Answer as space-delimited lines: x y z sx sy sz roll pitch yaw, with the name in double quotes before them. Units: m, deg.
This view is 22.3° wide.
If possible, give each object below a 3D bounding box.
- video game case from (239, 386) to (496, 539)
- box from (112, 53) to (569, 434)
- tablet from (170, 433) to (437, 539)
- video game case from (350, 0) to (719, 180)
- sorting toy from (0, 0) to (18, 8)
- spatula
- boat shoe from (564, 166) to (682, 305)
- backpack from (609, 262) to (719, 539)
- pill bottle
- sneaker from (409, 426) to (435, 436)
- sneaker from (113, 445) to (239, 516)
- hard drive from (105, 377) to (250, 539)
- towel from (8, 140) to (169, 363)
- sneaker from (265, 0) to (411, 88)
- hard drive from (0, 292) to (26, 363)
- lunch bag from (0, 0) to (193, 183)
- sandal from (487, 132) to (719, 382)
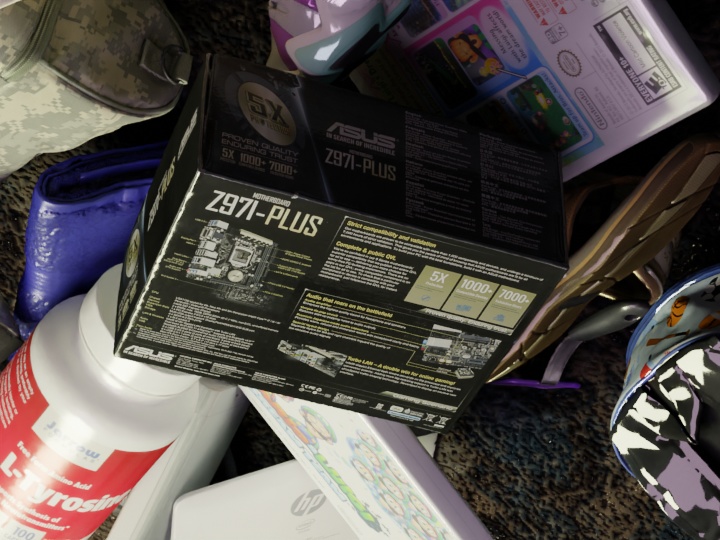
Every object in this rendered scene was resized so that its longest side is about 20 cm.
"video game case" -0.005 0.114 1.155 0.200 0.024 0.182 53 160 -10
"box" -0.014 -0.009 0.979 0.200 0.086 0.164 14 139 -15
"tablet" -0.041 0.172 1.288 0.200 0.014 0.130 -16 141 -23
"video game case" 0.066 -0.138 0.984 0.182 0.024 0.200 -28 101 40
"sorting toy" -0.180 -0.193 0.923 0.200 0.180 0.107 46 158 26
"spatula" 0.130 0.050 1.134 0.056 0.021 0.200 5 158 -16
"boat shoe" 0.093 -0.040 1.085 0.200 0.063 0.073 19 136 4
"backpack" 0.249 0.079 1.075 0.190 0.154 0.200 28 129 -15
"pill bottle" -0.173 0.087 1.150 0.112 0.112 0.200 33 128 -11
"sneaker" 0.026 0.033 1.190 0.115 0.075 0.200 -5 131 9
"sneaker" -0.165 0.142 1.363 0.200 0.076 0.114 37 134 -23
"hard drive" -0.135 0.160 1.252 0.026 0.132 0.200 28 96 9
"towel" -0.150 -0.008 1.177 0.148 0.050 0.200 -8 146 -22
"sneaker" -0.030 -0.186 0.946 0.140 0.078 0.200 42 124 7
"hard drive" -0.296 -0.038 1.144 0.038 0.200 0.140 -39 151 2
"lunch bag" -0.218 -0.128 1.073 0.200 0.139 0.168 -18 134 38
"sandal" 0.121 -0.012 1.031 0.200 0.080 0.054 -45 72 25
